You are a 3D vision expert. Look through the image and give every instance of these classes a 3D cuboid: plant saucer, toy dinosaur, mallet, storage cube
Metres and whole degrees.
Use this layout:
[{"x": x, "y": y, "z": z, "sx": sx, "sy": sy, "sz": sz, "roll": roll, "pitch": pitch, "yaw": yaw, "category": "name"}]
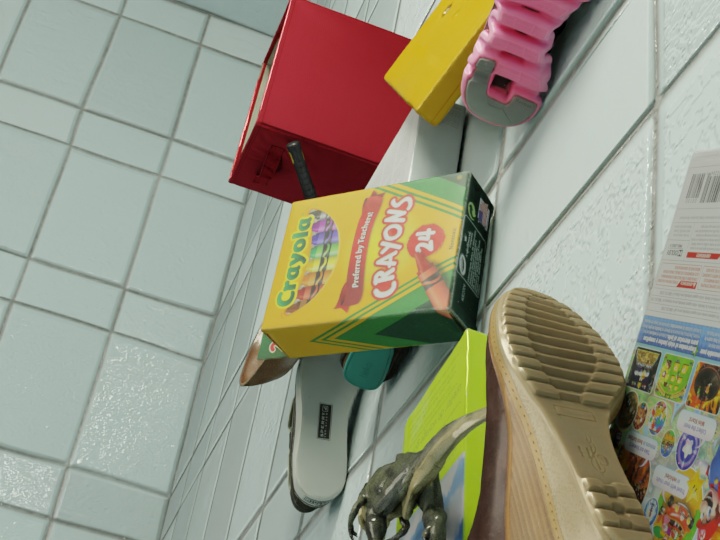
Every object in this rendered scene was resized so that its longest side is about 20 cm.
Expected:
[{"x": -0.061, "y": 0.037, "z": 1.252, "sx": 0.201, "sy": 0.036, "sz": 0.201, "roll": -58, "pitch": 9, "yaw": 15, "category": "plant saucer"}, {"x": 0.028, "y": 0.136, "z": 0.700, "sx": 0.200, "sy": 0.047, "sz": 0.089, "roll": -48, "pitch": 19, "yaw": 52, "category": "toy dinosaur"}, {"x": -0.040, "y": -0.042, "z": 1.334, "sx": 0.066, "sy": 0.041, "sz": 0.202, "roll": -128, "pitch": 18, "yaw": -69, "category": "mallet"}, {"x": -0.038, "y": -0.180, "z": 1.440, "sx": 0.171, "sy": 0.178, "sz": 0.202, "roll": 131, "pitch": 154, "yaw": -64, "category": "storage cube"}]

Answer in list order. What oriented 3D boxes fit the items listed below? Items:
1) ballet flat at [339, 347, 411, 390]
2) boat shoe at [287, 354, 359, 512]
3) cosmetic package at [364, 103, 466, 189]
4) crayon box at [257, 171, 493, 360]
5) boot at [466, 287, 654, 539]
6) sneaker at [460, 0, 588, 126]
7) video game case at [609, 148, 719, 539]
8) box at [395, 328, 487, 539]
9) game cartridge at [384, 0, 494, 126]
[{"x": 0.027, "y": 0.037, "z": 1.065, "sx": 0.069, "sy": 0.067, "sz": 0.200, "roll": -68, "pitch": 8, "yaw": -31, "category": "ballet flat"}, {"x": -0.042, "y": 0.142, "z": 1.230, "sx": 0.064, "sy": 0.070, "sz": 0.202, "roll": 128, "pitch": 156, "yaw": -58, "category": "boat shoe"}, {"x": 0.037, "y": -0.052, "z": 1.193, "sx": 0.200, "sy": 0.051, "sz": 0.152, "roll": 123, "pitch": 163, "yaw": -55, "category": "cosmetic package"}, {"x": 0.000, "y": 0.000, "z": 0.969, "sx": 0.198, "sy": 0.051, "sz": 0.128, "roll": -9, "pitch": 54, "yaw": 29, "category": "crayon box"}, {"x": 0.067, "y": 0.121, "z": 0.592, "sx": 0.201, "sy": 0.072, "sz": 0.167, "roll": -96, "pitch": 28, "yaw": -54, "category": "boot"}, {"x": 0.135, "y": -0.210, "z": 0.918, "sx": 0.096, "sy": 0.078, "sz": 0.201, "roll": -67, "pitch": 4, "yaw": -53, "category": "sneaker"}, {"x": 0.153, "y": 0.043, "z": 0.529, "sx": 0.143, "sy": 0.018, "sz": 0.202, "roll": -166, "pitch": 94, "yaw": -79, "category": "video game case"}, {"x": 0.059, "y": 0.151, "z": 0.753, "sx": 0.122, "sy": 0.047, "sz": 0.201, "roll": 118, "pitch": 165, "yaw": -45, "category": "box"}, {"x": 0.096, "y": -0.219, "z": 1.091, "sx": 0.177, "sy": 0.032, "sz": 0.200, "roll": -52, "pitch": 17, "yaw": 10, "category": "game cartridge"}]
